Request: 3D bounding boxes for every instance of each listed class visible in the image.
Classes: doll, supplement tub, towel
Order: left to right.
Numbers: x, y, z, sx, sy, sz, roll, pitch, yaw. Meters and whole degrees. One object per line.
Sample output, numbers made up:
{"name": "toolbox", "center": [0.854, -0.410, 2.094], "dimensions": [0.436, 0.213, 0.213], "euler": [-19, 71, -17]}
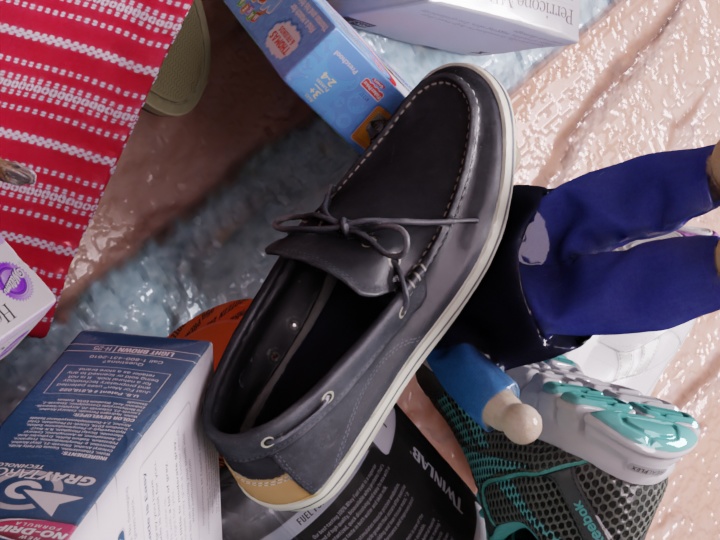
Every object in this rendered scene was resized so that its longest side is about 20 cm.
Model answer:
{"name": "towel", "center": [-0.150, -0.069, 0.913], "dimensions": [0.145, 0.022, 0.200], "euler": [15, 108, -38]}
{"name": "supplement tub", "center": [-0.017, 0.113, 1.012], "dimensions": [0.200, 0.122, 0.123], "euler": [50, 58, -28]}
{"name": "doll", "center": [0.071, 0.007, 0.925], "dimensions": [0.048, 0.200, 0.137], "euler": [28, 56, -47]}

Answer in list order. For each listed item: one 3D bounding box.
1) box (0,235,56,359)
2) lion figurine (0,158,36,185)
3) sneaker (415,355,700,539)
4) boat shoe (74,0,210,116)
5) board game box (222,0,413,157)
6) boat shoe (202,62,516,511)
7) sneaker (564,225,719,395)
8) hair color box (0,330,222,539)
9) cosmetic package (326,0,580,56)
{"name": "box", "center": [-0.181, 0.045, 0.791], "dimensions": [0.039, 0.041, 0.200], "euler": [48, 34, 1]}
{"name": "lion figurine", "center": [-0.233, -0.035, 0.827], "dimensions": [0.200, 0.122, 0.073], "euler": [-10, 115, -34]}
{"name": "sneaker", "center": [0.070, 0.083, 0.990], "dimensions": [0.077, 0.200, 0.091], "euler": [11, 97, -21]}
{"name": "boat shoe", "center": [-0.140, -0.135, 0.956], "dimensions": [0.200, 0.068, 0.075], "euler": [46, 55, -42]}
{"name": "board game box", "center": [0.020, -0.062, 1.040], "dimensions": [0.037, 0.151, 0.200], "euler": [-45, 120, 5]}
{"name": "boat shoe", "center": [0.000, 0.000, 0.905], "dimensions": [0.062, 0.075, 0.200], "euler": [41, 75, -49]}
{"name": "sneaker", "center": [0.124, 0.045, 1.182], "dimensions": [0.200, 0.075, 0.100], "euler": [-35, 124, -32]}
{"name": "hair color box", "center": [-0.111, 0.109, 0.840], "dimensions": [0.200, 0.060, 0.100], "euler": [-58, 150, -62]}
{"name": "cosmetic package", "center": [0.050, -0.213, 1.114], "dimensions": [0.113, 0.081, 0.200], "euler": [6, 83, -42]}
